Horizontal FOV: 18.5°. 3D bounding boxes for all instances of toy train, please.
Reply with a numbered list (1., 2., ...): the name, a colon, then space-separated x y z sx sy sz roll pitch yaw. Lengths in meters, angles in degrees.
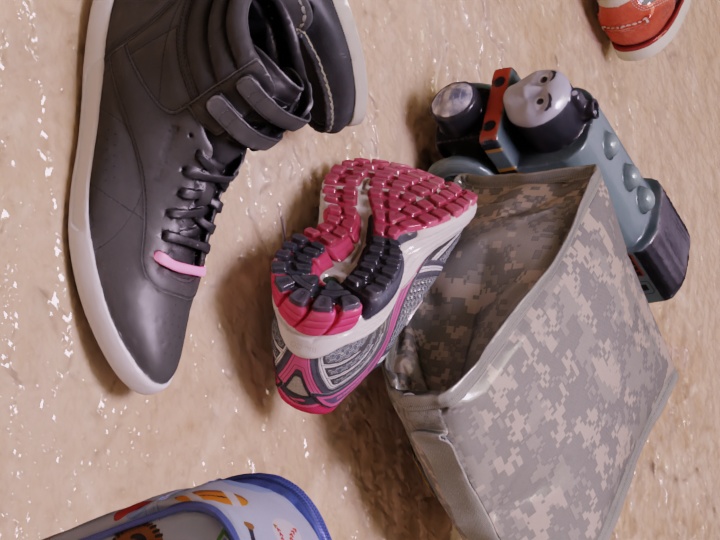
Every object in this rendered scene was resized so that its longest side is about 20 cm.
1. toy train: 0.120 -0.047 1.339 0.200 0.113 0.086 53 39 -40

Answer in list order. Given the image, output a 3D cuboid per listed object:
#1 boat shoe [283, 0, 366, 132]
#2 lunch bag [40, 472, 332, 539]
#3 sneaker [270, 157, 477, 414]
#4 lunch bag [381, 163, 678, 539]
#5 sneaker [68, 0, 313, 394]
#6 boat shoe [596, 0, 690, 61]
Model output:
1. boat shoe: -0.052 -0.151 1.120 0.067 0.072 0.201 -33 126 -15
2. lunch bag: -0.086 0.174 0.833 0.075 0.199 0.161 -16 83 -62
3. sneaker: 0.000 0.000 1.168 0.200 0.080 0.075 -46 150 -55
4. lunch bag: 0.084 0.067 1.236 0.200 0.117 0.165 -60 135 -42
5. sneaker: -0.074 -0.046 1.012 0.071 0.099 0.202 21 65 -59
6. boat shoe: 0.216 -0.236 1.613 0.063 0.071 0.201 58 41 -30
